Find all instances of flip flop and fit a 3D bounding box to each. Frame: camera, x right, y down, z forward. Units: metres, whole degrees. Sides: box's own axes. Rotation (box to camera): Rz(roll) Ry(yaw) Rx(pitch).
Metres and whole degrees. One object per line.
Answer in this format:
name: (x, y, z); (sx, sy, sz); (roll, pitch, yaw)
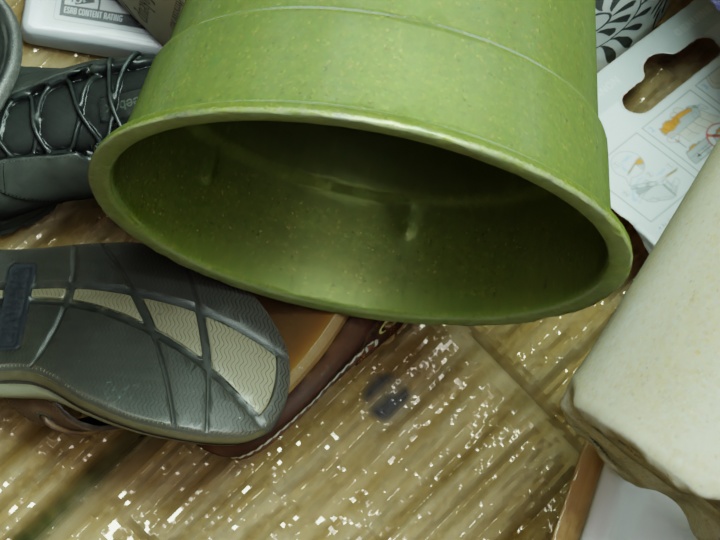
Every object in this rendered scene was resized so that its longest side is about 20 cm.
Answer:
flip flop: (-0.123, 0.034, 0.968); (0.198, 0.058, 0.082); (4, 58, 12)

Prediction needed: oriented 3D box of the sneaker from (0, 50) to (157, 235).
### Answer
sneaker: (-0.114, -0.060, 0.982); (0.198, 0.091, 0.077); (-6, 80, -11)

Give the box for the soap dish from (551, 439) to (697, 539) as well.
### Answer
soap dish: (0.164, 0.155, 0.991); (0.199, 0.081, 0.158); (22, 74, -6)

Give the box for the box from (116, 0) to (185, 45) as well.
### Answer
box: (-0.118, -0.184, 0.992); (0.200, 0.082, 0.068); (44, 74, 5)

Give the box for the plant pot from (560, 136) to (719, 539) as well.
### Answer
plant pot: (0.180, 0.022, 0.882); (0.200, 0.200, 0.184); (39, 85, 0)

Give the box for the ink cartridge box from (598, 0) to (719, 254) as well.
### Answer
ink cartridge box: (0.190, -0.028, 1.043); (0.200, 0.047, 0.160); (40, 59, 23)

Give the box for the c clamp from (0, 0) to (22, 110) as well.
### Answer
c clamp: (-0.240, -0.063, 0.963); (0.199, 0.027, 0.172); (9, 60, 16)

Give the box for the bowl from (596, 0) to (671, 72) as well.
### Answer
bowl: (0.080, -0.187, 1.025); (0.199, 0.094, 0.202); (5, 77, -23)

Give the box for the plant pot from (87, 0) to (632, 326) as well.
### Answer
plant pot: (0.016, -0.102, 0.889); (0.199, 0.200, 0.191); (14, 71, -8)

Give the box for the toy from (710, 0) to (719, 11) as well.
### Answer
toy: (0.187, -0.134, 1.035); (0.199, 0.047, 0.116); (-7, 75, -48)

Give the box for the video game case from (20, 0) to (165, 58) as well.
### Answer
video game case: (-0.039, -0.172, 1.057); (0.198, 0.024, 0.183); (9, 76, -8)

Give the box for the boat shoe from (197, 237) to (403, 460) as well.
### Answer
boat shoe: (0.000, 0.000, 1.000); (0.200, 0.070, 0.070); (-52, 135, -3)
